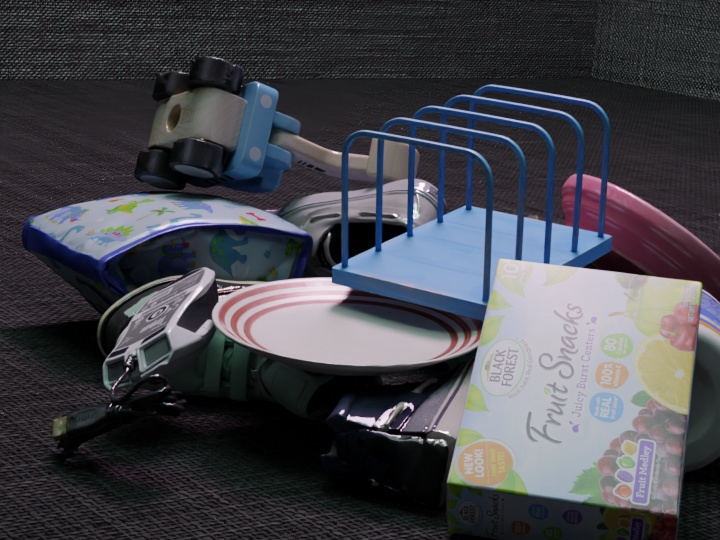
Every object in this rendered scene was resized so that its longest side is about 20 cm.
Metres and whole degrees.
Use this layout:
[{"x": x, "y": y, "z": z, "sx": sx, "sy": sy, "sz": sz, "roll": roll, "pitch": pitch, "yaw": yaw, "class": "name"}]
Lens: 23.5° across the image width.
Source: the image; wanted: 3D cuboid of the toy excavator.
[{"x": -0.072, "y": -0.111, "z": 1.538, "sx": 0.199, "sy": 0.101, "sz": 0.194, "roll": 19, "pitch": -15, "yaw": -33, "class": "toy excavator"}]

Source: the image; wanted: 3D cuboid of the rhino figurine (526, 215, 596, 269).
[{"x": 0.173, "y": -0.003, "z": 1.694, "sx": 0.060, "sy": 0.088, "sz": 0.200, "roll": -34, "pitch": 25, "yaw": -14, "class": "rhino figurine"}]

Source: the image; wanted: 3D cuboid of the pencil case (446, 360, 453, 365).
[{"x": 0.067, "y": 0.025, "z": 1.523, "sx": 0.086, "sy": 0.084, "sz": 0.200, "roll": 21, "pitch": 4, "yaw": -23, "class": "pencil case"}]

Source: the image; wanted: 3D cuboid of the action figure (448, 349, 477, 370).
[{"x": 0.117, "y": 0.071, "z": 1.326, "sx": 0.054, "sy": 0.119, "sz": 0.200, "roll": 14, "pitch": 19, "yaw": -12, "class": "action figure"}]

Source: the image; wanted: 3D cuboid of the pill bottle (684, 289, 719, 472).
[{"x": 0.228, "y": 0.070, "z": 1.292, "sx": 0.111, "sy": 0.113, "sz": 0.200, "roll": 6, "pitch": 12, "yaw": 9, "class": "pill bottle"}]

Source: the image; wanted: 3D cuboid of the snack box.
[{"x": 0.140, "y": 0.085, "z": 1.111, "sx": 0.141, "sy": 0.053, "sz": 0.201, "roll": 6, "pitch": 44, "yaw": 11, "class": "snack box"}]

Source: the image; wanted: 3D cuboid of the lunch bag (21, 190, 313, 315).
[{"x": -0.169, "y": -0.005, "z": 1.479, "sx": 0.198, "sy": 0.129, "sz": 0.169, "roll": 9, "pitch": 6, "yaw": -35, "class": "lunch bag"}]

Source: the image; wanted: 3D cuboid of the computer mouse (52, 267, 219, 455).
[{"x": -0.140, "y": 0.062, "z": 1.216, "sx": 0.109, "sy": 0.044, "sz": 0.200, "roll": -26, "pitch": 18, "yaw": 27, "class": "computer mouse"}]

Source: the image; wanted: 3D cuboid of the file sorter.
[{"x": 0.091, "y": -0.059, "z": 1.322, "sx": 0.138, "sy": 0.124, "sz": 0.199, "roll": 14, "pitch": 22, "yaw": 31, "class": "file sorter"}]

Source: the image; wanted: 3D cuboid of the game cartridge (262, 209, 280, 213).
[{"x": -0.069, "y": -0.026, "z": 1.694, "sx": 0.128, "sy": 0.039, "sz": 0.200, "roll": 3, "pitch": -11, "yaw": -23, "class": "game cartridge"}]

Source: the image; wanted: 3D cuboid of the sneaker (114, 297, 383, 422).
[{"x": -0.080, "y": 0.070, "z": 1.292, "sx": 0.198, "sy": 0.075, "sz": 0.118, "roll": -1, "pitch": 16, "yaw": -15, "class": "sneaker"}]

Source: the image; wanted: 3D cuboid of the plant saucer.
[{"x": 0.270, "y": -0.015, "z": 1.668, "sx": 0.200, "sy": 0.051, "sz": 0.201, "roll": 36, "pitch": -6, "yaw": 4, "class": "plant saucer"}]

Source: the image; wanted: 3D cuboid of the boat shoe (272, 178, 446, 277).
[{"x": -0.018, "y": -0.023, "z": 1.503, "sx": 0.198, "sy": 0.072, "sz": 0.066, "roll": -9, "pitch": 30, "yaw": 32, "class": "boat shoe"}]

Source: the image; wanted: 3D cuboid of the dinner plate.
[{"x": -0.007, "y": 0.043, "z": 1.234, "sx": 0.198, "sy": 0.025, "sz": 0.200, "roll": 1, "pitch": 16, "yaw": 0, "class": "dinner plate"}]

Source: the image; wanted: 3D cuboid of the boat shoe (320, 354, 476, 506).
[{"x": 0.037, "y": 0.095, "z": 1.195, "sx": 0.092, "sy": 0.075, "sz": 0.200, "roll": 14, "pitch": 15, "yaw": 12, "class": "boat shoe"}]

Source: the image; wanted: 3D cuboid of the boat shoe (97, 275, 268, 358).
[{"x": -0.111, "y": 0.045, "z": 1.391, "sx": 0.200, "sy": 0.075, "sz": 0.063, "roll": -3, "pitch": 13, "yaw": -29, "class": "boat shoe"}]

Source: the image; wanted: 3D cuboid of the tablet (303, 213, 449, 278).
[{"x": 0.000, "y": 0.000, "z": 1.535, "sx": 0.199, "sy": 0.014, "sz": 0.130, "roll": -14, "pitch": 25, "yaw": 35, "class": "tablet"}]
